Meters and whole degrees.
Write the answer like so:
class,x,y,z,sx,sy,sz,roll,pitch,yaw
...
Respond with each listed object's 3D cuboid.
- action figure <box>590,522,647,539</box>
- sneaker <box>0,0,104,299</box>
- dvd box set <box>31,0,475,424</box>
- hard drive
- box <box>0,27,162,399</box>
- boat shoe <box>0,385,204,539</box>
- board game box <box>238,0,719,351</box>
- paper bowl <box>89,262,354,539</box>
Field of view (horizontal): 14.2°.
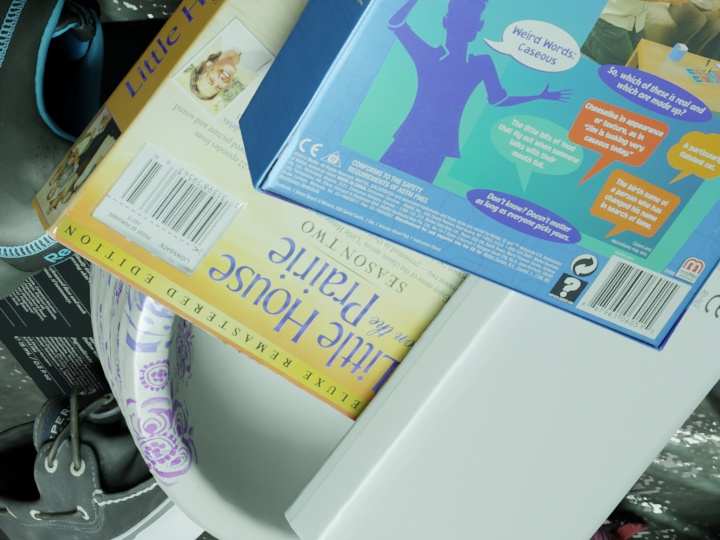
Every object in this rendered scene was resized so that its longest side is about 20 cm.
class,x,y,z,sx,sy,sz,roll,pitch,yaw
action figure,0.043,0.120,1.219,0.199,0.134,0.149,-9,147,-29
sneaker,-0.128,-0.093,1.018,0.082,0.201,0.073,-24,163,25
dvd box set,0.009,-0.060,0.940,0.146,0.200,0.029,31,-167,-31
hard drive,0.076,0.028,1.000,0.132,0.200,0.027,24,-163,-49
box,-0.082,-0.002,1.179,0.140,0.079,0.200,3,141,36
boat shoe,-0.107,0.077,1.179,0.066,0.070,0.200,39,156,-17
board game box,0.077,-0.086,0.863,0.151,0.045,0.200,22,117,-24
paper bowl,0.000,0.000,1.052,0.201,0.200,0.104,49,-176,-33
